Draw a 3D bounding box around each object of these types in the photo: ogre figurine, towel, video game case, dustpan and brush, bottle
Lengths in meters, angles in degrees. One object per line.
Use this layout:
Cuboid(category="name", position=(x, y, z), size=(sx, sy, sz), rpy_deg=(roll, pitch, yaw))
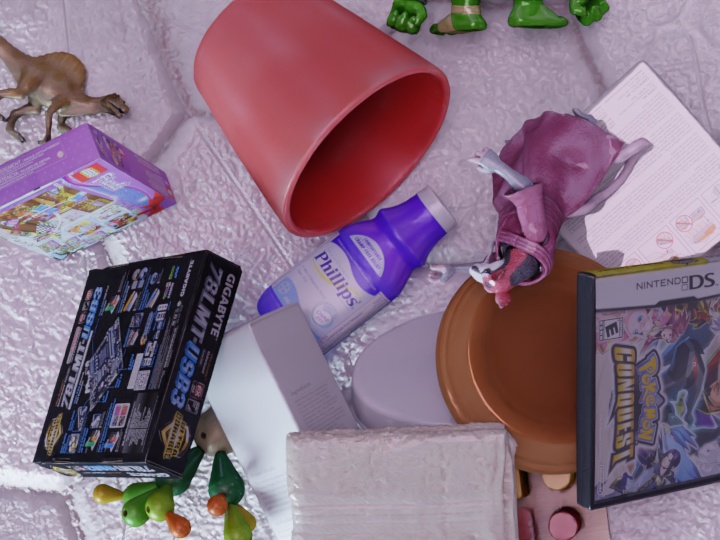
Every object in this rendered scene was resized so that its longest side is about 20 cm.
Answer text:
Cuboid(category="ogre figurine", position=(0.127, -0.284, 1.358), size=(0.199, 0.098, 0.121), rpy_deg=(0, 95, 23))
Cuboid(category="towel", position=(0.035, 0.196, 1.239), size=(0.199, 0.034, 0.133), rpy_deg=(-2, 97, 7))
Cuboid(category="video game case", position=(0.263, 0.091, 1.245), size=(0.180, 0.025, 0.201), rpy_deg=(-7, 101, -27))
Cuboid(category="dustpan and brush", position=(0.014, 0.108, 1.345), size=(0.199, 0.057, 0.140), rpy_deg=(-4, 47, 12))
Cuboid(category="bottle", position=(0.000, 0.000, 1.366), size=(0.200, 0.065, 0.084), rpy_deg=(-38, 77, 5))

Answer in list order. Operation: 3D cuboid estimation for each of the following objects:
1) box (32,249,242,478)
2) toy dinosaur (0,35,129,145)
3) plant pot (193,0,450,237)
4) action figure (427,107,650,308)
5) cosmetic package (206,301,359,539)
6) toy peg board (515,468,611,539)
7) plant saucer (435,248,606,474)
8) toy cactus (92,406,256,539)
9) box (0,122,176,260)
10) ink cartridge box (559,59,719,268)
Cuboid(category="box", position=(-0.207, 0.088, 1.330), size=(0.198, 0.050, 0.201), rpy_deg=(-10, 60, 49))
Cuboid(category="toy dinosaur", position=(-0.327, -0.184, 1.467), size=(0.199, 0.058, 0.101), rpy_deg=(32, 76, 5))
Cuboid(category="plant pot", position=(-0.047, -0.161, 1.341), size=(0.200, 0.200, 0.177), rpy_deg=(-46, 67, 3))
Cuboid(category="action figure", position=(0.148, -0.039, 1.247), size=(0.148, 0.134, 0.201), rpy_deg=(20, 50, -1))
Cuboid(category="cosmetic package", position=(-0.065, 0.140, 1.320), size=(0.101, 0.074, 0.201), rpy_deg=(-24, 91, 44))
Cuboid(category="toy peg board", position=(0.118, 0.211, 1.303), size=(0.199, 0.098, 0.201), rpy_deg=(-9, 82, 10))
Cuboid(category="plant saucer", position=(0.166, 0.075, 1.267), size=(0.199, 0.037, 0.202), rpy_deg=(2, 75, -7))
Cuboid(category="toy cactus", position=(-0.154, 0.185, 1.368), size=(0.199, 0.103, 0.165), rpy_deg=(27, 64, 37))
Cuboid(category="box", position=(-0.269, -0.069, 1.358), size=(0.136, 0.200, 0.039), rpy_deg=(-25, 77, 7))
Cuboid(category="ink cartridge box", position=(0.261, -0.063, 1.322), size=(0.161, 0.050, 0.200), rpy_deg=(-42, 83, 14))
